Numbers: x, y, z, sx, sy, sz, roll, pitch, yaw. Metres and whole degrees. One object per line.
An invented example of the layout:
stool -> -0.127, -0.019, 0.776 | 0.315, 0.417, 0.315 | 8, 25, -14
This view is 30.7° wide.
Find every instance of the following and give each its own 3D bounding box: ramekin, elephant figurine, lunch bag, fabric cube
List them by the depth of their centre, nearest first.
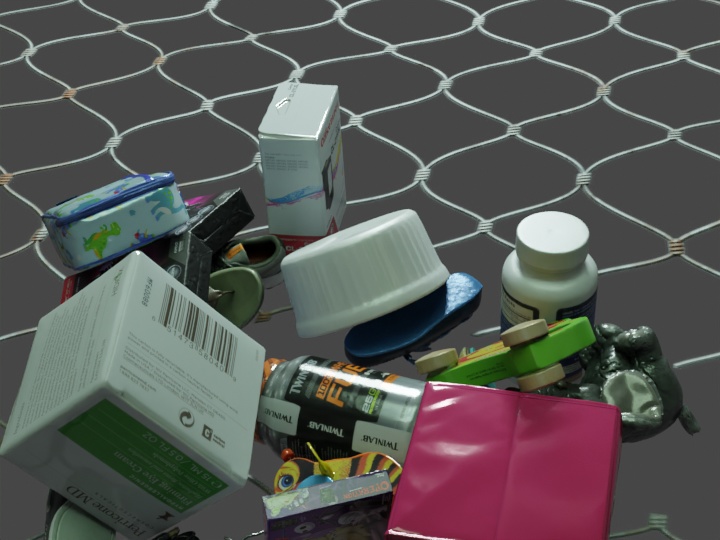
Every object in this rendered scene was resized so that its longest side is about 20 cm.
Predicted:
fabric cube -> 0.140, 0.252, 1.255 | 0.199, 0.197, 0.200 | 6, 38, 11
elephant figurine -> 0.260, 0.157, 1.429 | 0.155, 0.142, 0.200 | 5, 30, 33
ramekin -> 0.000, 0.000, 1.598 | 0.200, 0.098, 0.200 | -21, 6, 2
lunch bag -> -0.298, -0.064, 1.604 | 0.160, 0.083, 0.200 | -23, 10, -16

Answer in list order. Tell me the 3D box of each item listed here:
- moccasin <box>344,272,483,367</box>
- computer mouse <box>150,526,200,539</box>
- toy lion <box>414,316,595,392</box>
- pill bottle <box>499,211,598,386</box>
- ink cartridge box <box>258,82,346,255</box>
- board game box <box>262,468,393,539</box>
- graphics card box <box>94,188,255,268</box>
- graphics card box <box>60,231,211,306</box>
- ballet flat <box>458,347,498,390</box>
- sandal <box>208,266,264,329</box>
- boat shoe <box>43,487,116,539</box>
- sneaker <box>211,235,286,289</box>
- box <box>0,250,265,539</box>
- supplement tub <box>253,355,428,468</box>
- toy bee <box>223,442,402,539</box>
moccasin -> 0.071, 0.076, 1.601 | 0.200, 0.068, 0.080 | -23, 49, -22
computer mouse -> -0.164, 0.331, 1.304 | 0.110, 0.044, 0.200 | -26, 37, -34
toy lion -> 0.168, 0.088, 1.389 | 0.191, 0.069, 0.200 | -19, -3, -45
pill bottle -> 0.219, 0.035, 1.530 | 0.111, 0.200, 0.111 | -2, 37, 1
ink cartridge box -> -0.076, -0.132, 1.772 | 0.083, 0.200, 0.146 | 4, 38, 10
board game box -> -0.033, 0.258, 1.259 | 0.120, 0.200, 0.032 | -8, 56, -8
graphics card box -> -0.250, -0.045, 1.728 | 0.200, 0.051, 0.125 | -7, 27, 41
graphics card box -> -0.274, 0.043, 1.571 | 0.200, 0.051, 0.126 | -17, 50, 24
ballet flat -> 0.137, 0.162, 1.489 | 0.071, 0.071, 0.200 | -13, 37, -12
sandal -> -0.215, 0.051, 1.629 | 0.200, 0.080, 0.057 | -16, -5, 1
boat shoe -> -0.299, 0.259, 1.392 | 0.060, 0.076, 0.200 | -35, 25, 30
sneaker -> -0.188, -0.001, 1.696 | 0.200, 0.079, 0.074 | -20, 65, -18
box -> -0.233, 0.134, 1.376 | 0.171, 0.199, 0.200 | -32, 33, 29
supplement tub -> -0.018, 0.164, 1.443 | 0.200, 0.123, 0.123 | 11, 39, 18
toy bee -> -0.048, 0.222, 1.359 | 0.199, 0.131, 0.109 | -5, 45, -6
